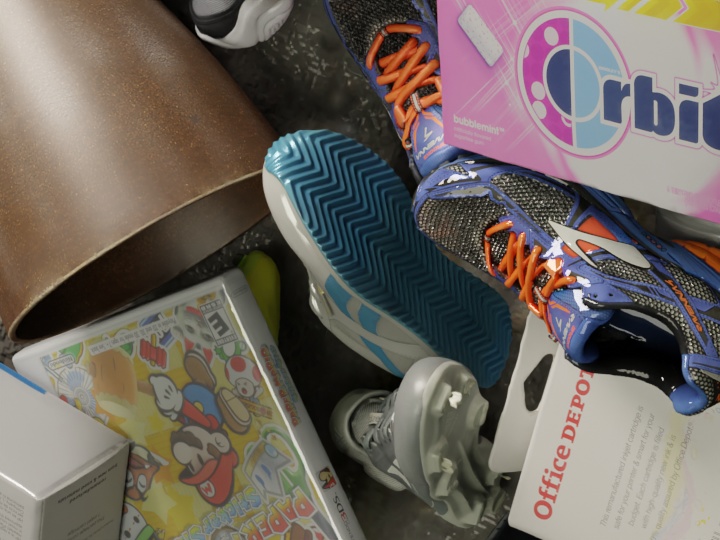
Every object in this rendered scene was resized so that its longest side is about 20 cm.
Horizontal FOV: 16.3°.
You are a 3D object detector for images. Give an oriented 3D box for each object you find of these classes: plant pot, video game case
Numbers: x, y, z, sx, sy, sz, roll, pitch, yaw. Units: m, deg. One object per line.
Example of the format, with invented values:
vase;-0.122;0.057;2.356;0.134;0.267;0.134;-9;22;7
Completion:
plant pot;-0.161;-0.093;1.391;0.187;0.187;0.201;-35;82;32
video game case;-0.101;0.107;1.456;0.199;0.023;0.183;-20;97;43

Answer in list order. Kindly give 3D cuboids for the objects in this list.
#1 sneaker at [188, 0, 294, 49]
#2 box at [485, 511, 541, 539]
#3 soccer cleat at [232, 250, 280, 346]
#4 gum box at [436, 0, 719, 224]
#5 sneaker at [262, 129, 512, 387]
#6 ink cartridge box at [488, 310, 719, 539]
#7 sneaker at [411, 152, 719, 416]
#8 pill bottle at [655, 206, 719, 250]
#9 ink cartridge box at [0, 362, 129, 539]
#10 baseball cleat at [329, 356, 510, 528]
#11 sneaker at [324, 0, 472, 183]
sneaker;-0.074;-0.188;1.310;0.113;0.076;0.200;19;153;-18
box;0.166;0.229;1.423;0.199;0.104;0.149;2;114;22
soccer cleat;-0.069;0.075;1.481;0.083;0.065;0.201;24;123;8
gum box;0.129;-0.101;1.192;0.199;0.066;0.114;19;122;42
sneaker;0.000;0.000;1.370;0.080;0.077;0.200;-2;142;40
ink cartridge box;0.179;0.085;1.339;0.199;0.125;0.129;22;119;13
sneaker;0.111;0.004;1.246;0.199;0.079;0.076;25;138;16
pill bottle;0.195;-0.098;1.258;0.109;0.110;0.201;7;115;20
ink cartridge box;-0.226;0.166;1.518;0.146;0.086;0.201;28;128;26
baseball cleat;0.023;0.091;1.390;0.106;0.070;0.200;22;161;20
sneaker;0.049;-0.086;1.336;0.075;0.078;0.200;-37;95;32
